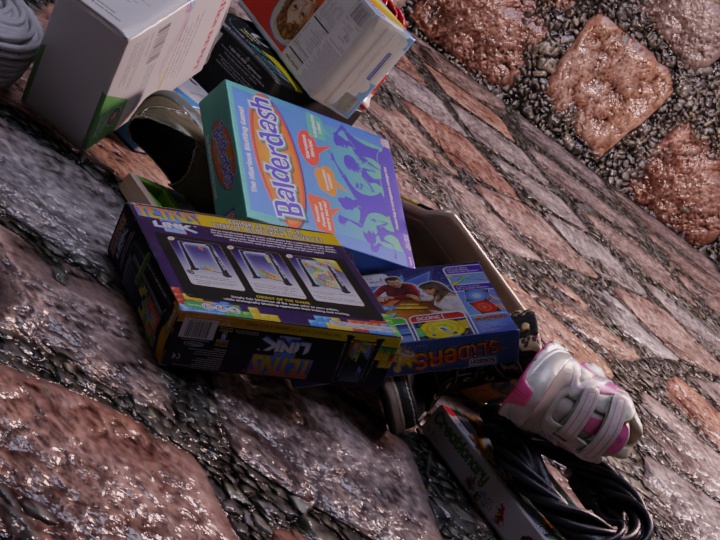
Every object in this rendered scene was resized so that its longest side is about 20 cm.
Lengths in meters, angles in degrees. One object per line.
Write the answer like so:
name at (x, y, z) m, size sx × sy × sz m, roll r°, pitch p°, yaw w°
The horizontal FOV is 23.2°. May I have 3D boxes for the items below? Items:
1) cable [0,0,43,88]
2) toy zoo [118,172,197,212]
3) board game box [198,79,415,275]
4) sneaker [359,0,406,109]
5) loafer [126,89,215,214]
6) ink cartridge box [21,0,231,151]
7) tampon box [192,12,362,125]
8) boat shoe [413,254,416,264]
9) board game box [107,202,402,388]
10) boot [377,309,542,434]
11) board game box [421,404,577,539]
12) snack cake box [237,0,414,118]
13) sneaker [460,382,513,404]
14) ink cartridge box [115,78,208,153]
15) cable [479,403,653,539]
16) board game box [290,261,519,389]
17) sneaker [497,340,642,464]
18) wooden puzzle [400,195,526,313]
cable at (-0.385, -0.247, 1.600) m, size 0.200 × 0.069 × 0.200 m, roll 46°, pitch 17°, yaw 25°
toy zoo at (-0.123, -0.018, 1.634) m, size 0.200 × 0.020 × 0.131 m, roll 24°, pitch 21°, yaw -44°
board game box at (-0.048, -0.076, 1.599) m, size 0.200 × 0.045 × 0.152 m, roll 16°, pitch 50°, yaw -39°
sneaker at (-0.009, -0.272, 1.988) m, size 0.078 × 0.116 × 0.200 m, roll 32°, pitch 13°, yaw -46°
loafer at (-0.144, -0.082, 1.617) m, size 0.200 × 0.075 × 0.070 m, roll 41°, pitch 30°, yaw 10°
ink cartridge box at (-0.211, -0.224, 1.650) m, size 0.087 × 0.145 × 0.200 m, roll 38°, pitch 42°, yaw 10°
tampon box at (-0.124, -0.189, 1.933) m, size 0.150 × 0.126 × 0.200 m, roll 46°, pitch 16°, yaw 22°
boat shoe at (-0.003, -0.005, 1.684) m, size 0.075 × 0.075 × 0.202 m, roll 56°, pitch 19°, yaw 9°
board game box at (-0.089, 0.020, 1.431) m, size 0.200 × 0.057 × 0.165 m, roll 9°, pitch 27°, yaw -29°
boot at (0.091, 0.087, 1.581) m, size 0.200 × 0.150 × 0.073 m, roll -63°, pitch 142°, yaw -80°
board game box at (0.149, 0.210, 1.578) m, size 0.126 × 0.035 × 0.200 m, roll 25°, pitch 20°, yaw -45°
snack cake box at (-0.040, -0.270, 1.902) m, size 0.067 × 0.115 × 0.200 m, roll 27°, pitch 21°, yaw -44°
sneaker at (0.113, 0.072, 1.768) m, size 0.200 × 0.075 × 0.088 m, roll 28°, pitch 50°, yaw -39°
ink cartridge box at (-0.244, -0.204, 1.808) m, size 0.200 × 0.067 × 0.116 m, roll 45°, pitch 17°, yaw 20°
cable at (0.183, 0.183, 1.572) m, size 0.163 × 0.051 × 0.200 m, roll 34°, pitch 15°, yaw -21°
board game box at (0.026, 0.045, 1.546) m, size 0.200 × 0.034 × 0.135 m, roll -6°, pitch 28°, yaw -10°
sneaker at (0.196, 0.122, 1.556) m, size 0.088 × 0.081 × 0.200 m, roll 40°, pitch 14°, yaw 30°
wooden puzzle at (0.068, -0.024, 1.780) m, size 0.200 × 0.037 × 0.185 m, roll 20°, pitch -25°, yaw 50°
